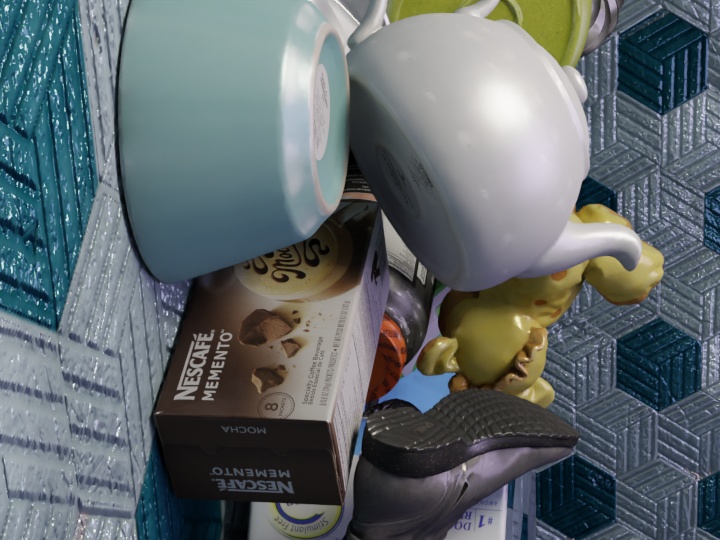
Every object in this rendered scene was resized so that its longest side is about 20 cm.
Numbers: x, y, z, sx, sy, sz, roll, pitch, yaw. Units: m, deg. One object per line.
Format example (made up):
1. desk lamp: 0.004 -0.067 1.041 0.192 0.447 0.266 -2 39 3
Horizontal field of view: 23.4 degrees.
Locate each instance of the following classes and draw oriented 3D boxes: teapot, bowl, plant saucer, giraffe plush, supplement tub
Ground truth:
1. teapot: 0.083 -0.097 1.156 0.198 0.146 0.200 50 -14 38
2. bowl: -0.067 -0.091 1.056 0.201 0.104 0.202 2 90 -79
3. plant saucer: 0.088 -0.183 1.288 0.031 0.199 0.201 -130 -148 -59
4. giraffe plush: 0.123 0.022 1.324 0.163 0.172 0.200 -61 -176 15
5. supplement tub: 0.000 0.000 1.363 0.201 0.122 0.123 -76 163 -46

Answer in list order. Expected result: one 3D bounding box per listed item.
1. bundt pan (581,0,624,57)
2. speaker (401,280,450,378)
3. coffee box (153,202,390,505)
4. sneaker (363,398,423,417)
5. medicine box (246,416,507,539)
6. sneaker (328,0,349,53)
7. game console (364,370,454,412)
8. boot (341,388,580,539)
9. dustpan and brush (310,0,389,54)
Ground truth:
1. bundt pan: 0.172 -0.261 1.395 0.202 0.075 0.203 10 90 -70
2. speaker: 0.076 0.006 1.478 0.089 0.200 0.088 50 -1 1
3. coffee box: -0.052 0.049 1.126 0.201 0.112 0.080 -76 164 -45
4. sneaker: -0.015 0.186 1.347 0.201 0.074 0.079 -60 -178 2
5. medicine box: 0.009 0.211 1.241 0.103 0.181 0.201 93 1 -77
6. sneaker: -0.054 -0.175 1.268 0.083 0.071 0.201 -32 -122 56
7. game console: 0.047 0.086 1.623 0.173 0.118 0.201 79 16 -48
8. boot: 0.056 0.154 1.156 0.199 0.070 0.132 -1 114 -42
9. dustpan and brush: -0.054 -0.208 1.183 0.139 0.057 0.201 -33 94 -39
